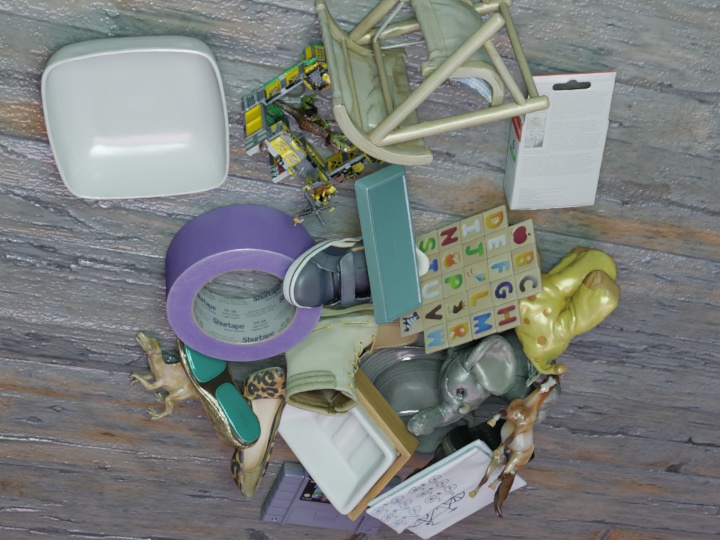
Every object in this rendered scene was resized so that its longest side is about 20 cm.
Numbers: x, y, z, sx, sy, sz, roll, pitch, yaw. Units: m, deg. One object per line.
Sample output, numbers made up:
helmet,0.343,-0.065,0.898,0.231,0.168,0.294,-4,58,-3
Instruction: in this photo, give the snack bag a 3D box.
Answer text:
snack bag,0.125,0.319,1.767,0.188,0.022,0.200,-32,145,10

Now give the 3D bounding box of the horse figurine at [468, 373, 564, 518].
horse figurine,0.202,0.232,1.671,0.050,0.132,0.202,27,129,26

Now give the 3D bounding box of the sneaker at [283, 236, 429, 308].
sneaker,0.000,0.000,1.545,0.199,0.079,0.079,-22,122,-37

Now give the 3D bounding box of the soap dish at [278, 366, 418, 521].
soap dish,-0.021,0.224,1.752,0.081,0.200,0.158,-15,149,-51

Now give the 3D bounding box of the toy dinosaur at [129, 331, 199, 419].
toy dinosaur,-0.251,0.164,1.738,0.101,0.059,0.200,-35,129,21

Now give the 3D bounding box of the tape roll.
tape roll,-0.149,0.018,1.598,0.198,0.085,0.201,-4,134,-4

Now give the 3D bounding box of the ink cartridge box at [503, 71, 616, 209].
ink cartridge box,0.238,-0.166,1.510,0.108,0.051,0.201,-4,133,-5

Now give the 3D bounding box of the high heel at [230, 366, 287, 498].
high heel,-0.133,0.222,1.717,0.071,0.144,0.200,6,152,-18

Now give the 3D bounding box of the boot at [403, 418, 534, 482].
boot,0.139,0.293,1.820,0.199,0.070,0.174,6,136,-39

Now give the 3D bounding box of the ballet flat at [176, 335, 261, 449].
ballet flat,-0.203,0.152,1.679,0.070,0.201,0.065,-23,177,-39

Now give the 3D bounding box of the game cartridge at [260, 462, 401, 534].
game cartridge,-0.045,0.363,1.982,0.198,0.039,0.130,10,135,-19

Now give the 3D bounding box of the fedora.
fedora,0.088,0.200,1.805,0.199,0.091,0.177,21,127,-26

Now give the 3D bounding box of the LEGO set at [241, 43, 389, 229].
LEGO set,-0.045,-0.144,1.434,0.153,0.116,0.200,-22,134,12

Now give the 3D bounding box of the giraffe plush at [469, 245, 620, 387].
giraffe plush,0.215,0.027,1.619,0.162,0.173,0.201,35,89,-13

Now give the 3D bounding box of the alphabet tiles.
alphabet tiles,0.132,0.011,1.563,0.199,0.168,0.006,-20,147,27

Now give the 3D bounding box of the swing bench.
swing bench,0.067,-0.228,1.316,0.199,0.200,0.130,-26,133,16

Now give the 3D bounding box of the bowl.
bowl,-0.248,-0.180,1.397,0.198,0.075,0.201,-5,135,-5

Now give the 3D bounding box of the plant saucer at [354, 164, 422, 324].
plant saucer,0.038,-0.028,1.499,0.070,0.019,0.202,-26,124,-25

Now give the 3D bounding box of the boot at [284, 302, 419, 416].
boot,-0.009,0.119,1.667,0.198,0.155,0.072,1,134,-10

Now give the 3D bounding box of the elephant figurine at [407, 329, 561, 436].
elephant figurine,0.169,0.140,1.721,0.198,0.156,0.142,11,140,-25
